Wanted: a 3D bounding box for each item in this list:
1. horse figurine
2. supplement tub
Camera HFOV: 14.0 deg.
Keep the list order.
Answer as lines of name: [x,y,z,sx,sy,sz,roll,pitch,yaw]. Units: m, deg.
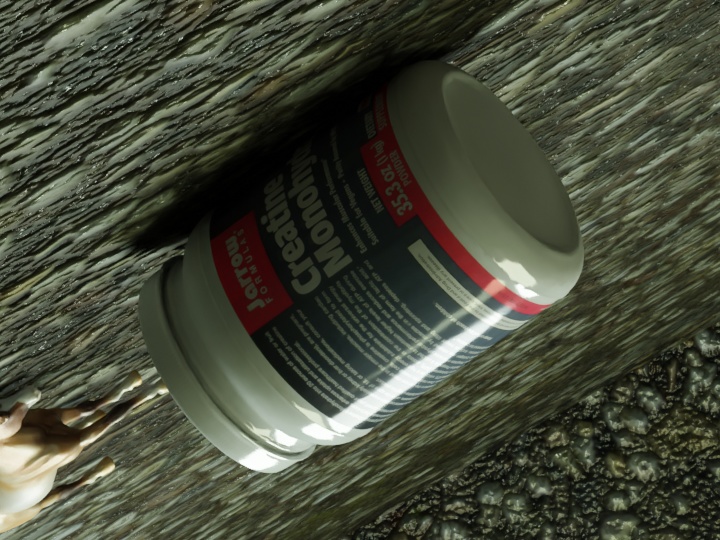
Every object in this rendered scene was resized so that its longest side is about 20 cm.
horse figurine: [-0.190,0.109,1.724,0.132,0.050,0.200,-26,169,-31]
supplement tub: [0.000,0.000,1.491,0.200,0.141,0.140,-36,170,21]
